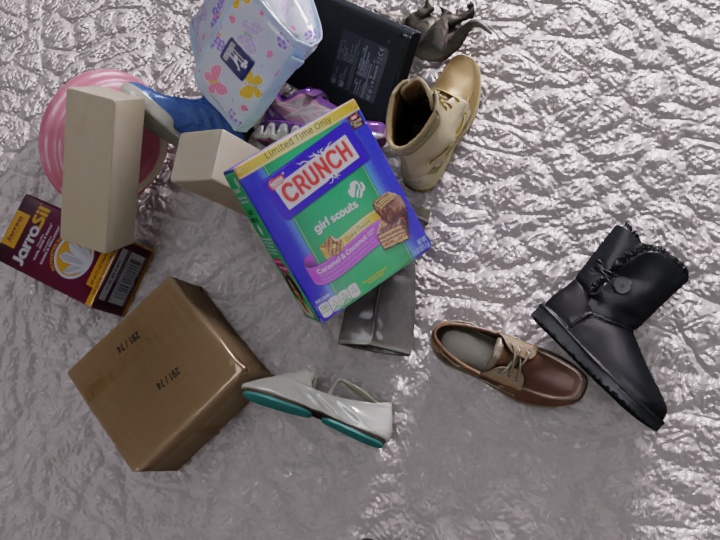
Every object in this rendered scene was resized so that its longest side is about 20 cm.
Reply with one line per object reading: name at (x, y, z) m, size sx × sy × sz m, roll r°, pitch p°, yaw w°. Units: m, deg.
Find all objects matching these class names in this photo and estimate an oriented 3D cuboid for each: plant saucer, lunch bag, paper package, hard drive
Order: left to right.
plant saucer at (-0.352, -0.181, 1.010) m, size 0.051 × 0.200 × 0.201 m, roll 25°, pitch 84°, yaw 35°
paper package at (-0.255, 0.140, 0.957) m, size 0.200 × 0.103 × 0.191 m, roll -44°, pitch 69°, yaw 2°
lunch bag at (-0.144, -0.313, 0.952) m, size 0.169 × 0.126 × 0.201 m, roll -41°, pitch 54°, yaw 39°
hard drive at (-0.024, -0.304, 1.004) m, size 0.199 × 0.033 × 0.140 m, roll 30°, pitch 121°, yaw 20°

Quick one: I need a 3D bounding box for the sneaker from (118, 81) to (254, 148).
sneaker at (-0.238, -0.231, 1.007) m, size 0.077 × 0.199 × 0.112 m, roll 10°, pitch 70°, yaw 52°

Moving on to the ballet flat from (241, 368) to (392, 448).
ballet flat at (-0.050, 0.164, 0.902) m, size 0.199 × 0.069 × 0.070 m, roll 20°, pitch 82°, yaw 0°

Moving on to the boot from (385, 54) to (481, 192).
boot at (0.096, -0.217, 0.918) m, size 0.072 × 0.155 × 0.201 m, roll 25°, pitch 84°, yaw 20°

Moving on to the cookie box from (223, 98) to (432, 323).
cookie box at (-0.037, -0.070, 0.835) m, size 0.171 × 0.075 × 0.201 m, roll -34°, pitch 103°, yaw -18°

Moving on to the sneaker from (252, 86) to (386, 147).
sneaker at (-0.055, -0.214, 0.995) m, size 0.199 × 0.080 × 0.089 m, roll 8°, pitch 85°, yaw 20°

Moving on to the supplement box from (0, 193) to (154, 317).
supplement box at (-0.426, -0.023, 1.055) m, size 0.199 × 0.086 × 0.111 m, roll 22°, pitch 83°, yaw 20°

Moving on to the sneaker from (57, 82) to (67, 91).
sneaker at (-0.436, -0.204, 1.118) m, size 0.200 × 0.076 × 0.116 m, roll 39°, pitch 94°, yaw 31°

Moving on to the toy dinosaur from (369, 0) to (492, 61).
toy dinosaur at (0.104, -0.327, 0.984) m, size 0.200 × 0.077 × 0.103 m, roll 34°, pitch 92°, yaw 33°

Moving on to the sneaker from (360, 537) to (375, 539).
sneaker at (0.042, 0.412, 0.821) m, size 0.083 × 0.072 × 0.200 m, roll -41°, pitch 69°, yaw 4°

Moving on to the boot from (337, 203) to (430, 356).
boot at (-0.001, 0.000, 0.928) m, size 0.180 × 0.073 × 0.202 m, roll 14°, pitch 85°, yaw 1°

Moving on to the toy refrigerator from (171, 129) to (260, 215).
toy refrigerator at (-0.141, -0.115, 0.923) m, size 0.075 × 0.200 × 0.071 m, roll 3°, pitch 78°, yaw 36°

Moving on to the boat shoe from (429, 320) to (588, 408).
boat shoe at (0.174, 0.113, 0.858) m, size 0.199 × 0.072 × 0.076 m, roll 16°, pitch 81°, yaw 19°

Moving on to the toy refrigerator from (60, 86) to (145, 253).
toy refrigerator at (-0.339, -0.133, 0.934) m, size 0.075 × 0.070 × 0.202 m, roll 16°, pitch 110°, yaw 15°

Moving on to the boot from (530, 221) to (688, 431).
boot at (0.323, 0.060, 0.826) m, size 0.168 × 0.076 × 0.200 m, roll -44°, pitch 63°, yaw 6°
